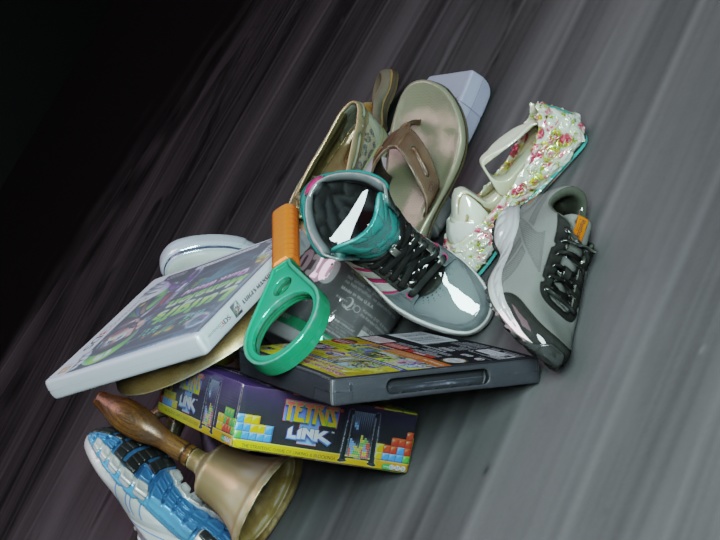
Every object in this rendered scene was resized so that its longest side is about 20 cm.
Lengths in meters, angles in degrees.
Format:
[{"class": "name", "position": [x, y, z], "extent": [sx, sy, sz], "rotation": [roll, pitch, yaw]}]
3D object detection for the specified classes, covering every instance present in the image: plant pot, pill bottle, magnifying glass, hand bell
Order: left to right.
[{"class": "hand bell", "position": [-0.163, 0.165, 1.463], "extent": [0.104, 0.200, 0.104], "rotation": [-52, -19, -26]}, {"class": "plant pot", "position": [-0.142, 0.044, 1.449], "extent": [0.200, 0.028, 0.200], "rotation": [-29, 16, 9]}, {"class": "magnifying glass", "position": [-0.062, 0.011, 1.321], "extent": [0.080, 0.022, 0.200], "rotation": [-33, 31, 21]}, {"class": "pill bottle", "position": [0.000, 0.000, 1.516], "extent": [0.200, 0.113, 0.113], "rotation": [-59, 23, -12]}]

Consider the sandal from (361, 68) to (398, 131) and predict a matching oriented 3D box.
[{"class": "sandal", "position": [-0.001, -0.159, 1.791], "extent": [0.080, 0.054, 0.200], "rotation": [116, 172, -46]}]

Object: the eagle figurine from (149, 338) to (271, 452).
[{"class": "eagle figurine", "position": [-0.135, 0.125, 1.607], "extent": [0.151, 0.200, 0.151], "rotation": [-11, 75, 17]}]

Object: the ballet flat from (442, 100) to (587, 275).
[{"class": "ballet flat", "position": [0.122, -0.072, 1.442], "extent": [0.200, 0.064, 0.076], "rotation": [-52, 21, 7]}]

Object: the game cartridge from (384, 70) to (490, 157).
[{"class": "game cartridge", "position": [0.058, -0.118, 1.672], "extent": [0.200, 0.040, 0.133], "rotation": [-59, 19, -11]}]

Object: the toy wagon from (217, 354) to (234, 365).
[{"class": "toy wagon", "position": [-0.148, 0.056, 1.693], "extent": [0.040, 0.200, 0.155], "rotation": [58, 143, 26]}]

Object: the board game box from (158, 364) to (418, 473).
[{"class": "board game box", "position": [-0.068, 0.124, 1.400], "extent": [0.200, 0.165, 0.057], "rotation": [9, 87, 65]}]

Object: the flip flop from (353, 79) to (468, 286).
[{"class": "flip flop", "position": [0.038, -0.082, 1.440], "extent": [0.081, 0.058, 0.200], "rotation": [14, 76, 31]}]

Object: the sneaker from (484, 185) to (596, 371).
[{"class": "sneaker", "position": [0.150, -0.001, 1.280], "extent": [0.079, 0.074, 0.200], "rotation": [-35, 29, 28]}]

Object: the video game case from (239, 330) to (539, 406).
[{"class": "video game case", "position": [0.019, 0.078, 1.311], "extent": [0.200, 0.180, 0.026], "rotation": [-170, 77, -65]}]

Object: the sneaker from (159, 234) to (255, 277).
[{"class": "sneaker", "position": [-0.102, 0.020, 1.584], "extent": [0.071, 0.200, 0.073], "rotation": [-100, 31, -50]}]

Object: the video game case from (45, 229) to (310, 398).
[{"class": "video game case", "position": [-0.161, 0.038, 1.414], "extent": [0.200, 0.023, 0.182], "rotation": [-17, 21, 38]}]

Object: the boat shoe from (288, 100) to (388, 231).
[{"class": "boat shoe", "position": [-0.040, -0.084, 1.660], "extent": [0.073, 0.063, 0.200], "rotation": [10, 64, 35]}]

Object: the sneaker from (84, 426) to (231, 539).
[{"class": "sneaker", "position": [-0.192, 0.231, 1.488], "extent": [0.087, 0.200, 0.075], "rotation": [-53, -13, 29]}]

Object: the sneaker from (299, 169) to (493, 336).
[{"class": "sneaker", "position": [0.026, -0.020, 1.351], "extent": [0.084, 0.200, 0.121], "rotation": [-54, -11, 0]}]
